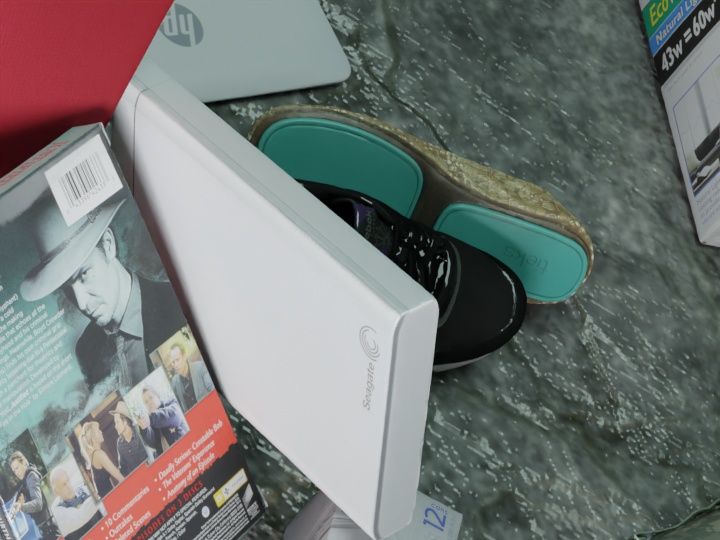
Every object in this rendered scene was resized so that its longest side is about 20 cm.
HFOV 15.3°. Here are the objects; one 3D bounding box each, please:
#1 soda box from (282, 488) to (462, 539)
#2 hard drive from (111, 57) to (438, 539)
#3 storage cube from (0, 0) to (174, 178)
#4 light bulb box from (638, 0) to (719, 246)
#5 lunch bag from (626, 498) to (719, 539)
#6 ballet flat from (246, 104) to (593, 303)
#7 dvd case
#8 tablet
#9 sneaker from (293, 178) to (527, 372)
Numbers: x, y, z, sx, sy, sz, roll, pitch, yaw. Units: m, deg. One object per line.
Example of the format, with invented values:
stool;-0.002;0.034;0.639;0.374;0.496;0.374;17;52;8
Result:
soda box;-0.013;0.183;1.171;0.063;0.068;0.201;28;46;-13
hard drive;-0.044;0.011;1.186;0.027;0.132;0.200;-26;49;-31
storage cube;-0.213;-0.127;1.179;0.179;0.200;0.171;-5;51;-39
light bulb box;0.286;-0.114;1.567;0.197;0.125;0.201;10;53;-29
lunch bag;0.228;0.188;1.302;0.163;0.118;0.200;-17;62;-41
ballet flat;0.027;-0.038;1.385;0.199;0.071;0.065;25;19;-20
dvd case;-0.121;0.056;1.158;0.146;0.022;0.201;-42;118;-46
tablet;-0.106;-0.141;1.397;0.199;0.014;0.131;-12;65;-39
sneaker;0.000;0.000;1.295;0.199;0.087;0.076;14;75;-22
